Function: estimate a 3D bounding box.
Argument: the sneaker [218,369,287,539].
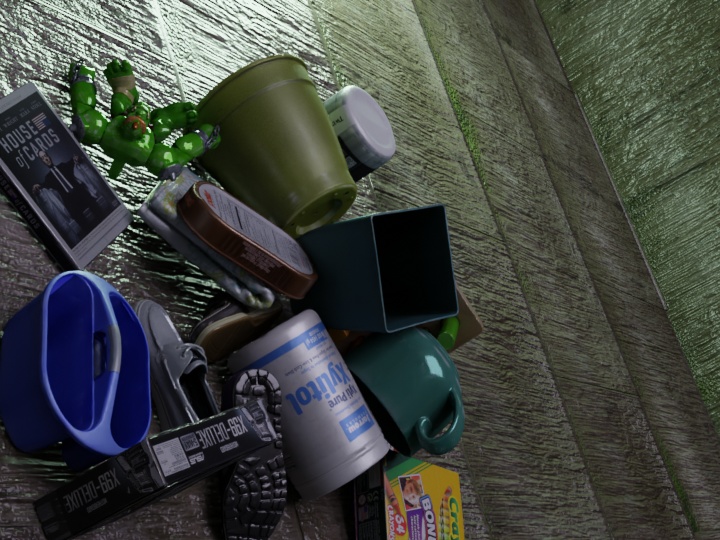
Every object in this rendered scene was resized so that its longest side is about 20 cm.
[{"bbox_3d":[-0.131,0.218,1.360,0.075,0.087,0.204,9,78,-26],"label":"sneaker"}]

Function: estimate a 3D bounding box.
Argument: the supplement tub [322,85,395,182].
[{"bbox_3d":[-0.057,-0.168,1.731,0.122,0.198,0.124,42,30,-32],"label":"supplement tub"}]

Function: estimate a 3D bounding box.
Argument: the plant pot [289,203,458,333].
[{"bbox_3d":[0.000,0.000,1.530,0.140,0.198,0.144,-11,95,-45],"label":"plant pot"}]

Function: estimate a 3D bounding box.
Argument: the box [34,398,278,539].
[{"bbox_3d":[-0.196,0.195,1.169,0.050,0.156,0.199,63,26,8],"label":"box"}]

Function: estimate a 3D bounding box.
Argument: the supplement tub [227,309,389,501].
[{"bbox_3d":[-0.065,0.164,1.465,0.202,0.131,0.132,59,26,0],"label":"supplement tub"}]

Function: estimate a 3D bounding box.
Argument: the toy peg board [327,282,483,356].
[{"bbox_3d":[0.035,0.063,1.647,0.201,0.198,0.098,55,16,-7],"label":"toy peg board"}]

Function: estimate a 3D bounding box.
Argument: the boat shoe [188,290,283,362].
[{"bbox_3d":[-0.165,0.061,1.469,0.065,0.074,0.200,41,16,11],"label":"boat shoe"}]

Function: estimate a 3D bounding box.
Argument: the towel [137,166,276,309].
[{"bbox_3d":[-0.182,-0.042,1.488,0.199,0.048,0.172,40,16,-10],"label":"towel"}]

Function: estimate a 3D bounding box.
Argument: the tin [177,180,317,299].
[{"bbox_3d":[-0.133,-0.038,1.444,0.199,0.042,0.112,34,13,-29],"label":"tin"}]

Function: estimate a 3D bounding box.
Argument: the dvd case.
[{"bbox_3d":[-0.350,-0.106,1.343,0.201,0.025,0.151,55,26,-13],"label":"dvd case"}]

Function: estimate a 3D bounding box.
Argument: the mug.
[{"bbox_3d":[0.068,0.154,1.523,0.185,0.114,0.152,48,-15,15],"label":"mug"}]

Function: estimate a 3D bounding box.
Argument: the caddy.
[{"bbox_3d":[-0.275,0.098,1.181,0.141,0.104,0.203,33,37,-44],"label":"caddy"}]

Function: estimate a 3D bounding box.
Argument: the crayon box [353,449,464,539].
[{"bbox_3d":[0.068,0.351,1.556,0.171,0.058,0.203,25,52,-44],"label":"crayon box"}]

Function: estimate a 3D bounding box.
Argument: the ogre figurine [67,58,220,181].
[{"bbox_3d":[-0.275,-0.176,1.463,0.199,0.097,0.121,41,37,-26],"label":"ogre figurine"}]

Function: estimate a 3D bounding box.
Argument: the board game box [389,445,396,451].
[{"bbox_3d":[-0.009,0.216,1.623,0.200,0.019,0.104,49,27,-23],"label":"board game box"}]

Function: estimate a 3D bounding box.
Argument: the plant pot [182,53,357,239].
[{"bbox_3d":[-0.106,-0.145,1.586,0.194,0.200,0.199,56,25,16],"label":"plant pot"}]

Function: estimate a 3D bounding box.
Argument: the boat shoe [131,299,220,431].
[{"bbox_3d":[-0.199,0.118,1.336,0.070,0.071,0.204,3,62,-60],"label":"boat shoe"}]
